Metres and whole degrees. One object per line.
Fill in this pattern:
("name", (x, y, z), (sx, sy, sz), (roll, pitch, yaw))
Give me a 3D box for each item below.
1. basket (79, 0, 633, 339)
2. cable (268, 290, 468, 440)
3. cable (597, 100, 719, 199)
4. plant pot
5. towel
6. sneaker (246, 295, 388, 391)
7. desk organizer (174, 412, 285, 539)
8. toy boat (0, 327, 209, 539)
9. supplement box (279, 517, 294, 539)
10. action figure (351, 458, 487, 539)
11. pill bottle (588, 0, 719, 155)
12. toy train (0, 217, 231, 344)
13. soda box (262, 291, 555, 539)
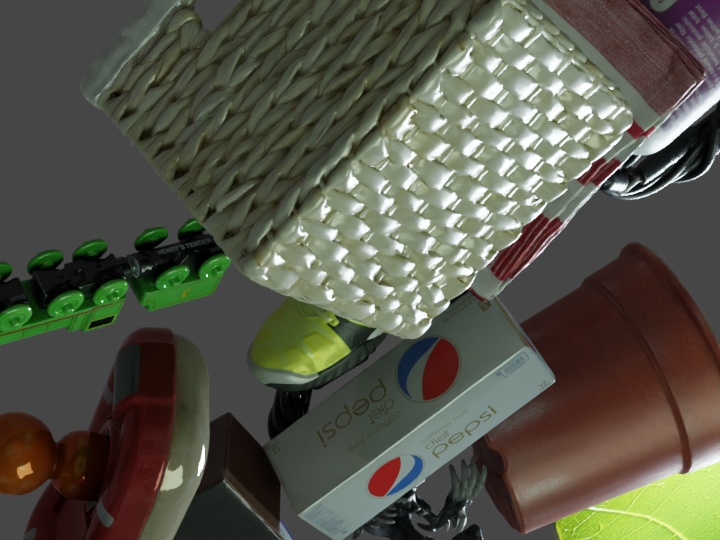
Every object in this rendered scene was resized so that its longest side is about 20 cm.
("basket", (0.005, -0.090, 0.795), (0.198, 0.161, 0.200), (-46, 152, 11))
("cable", (0.017, 0.071, 1.128), (0.200, 0.051, 0.163), (-35, 150, -4))
("cable", (0.255, -0.125, 1.133), (0.200, 0.051, 0.163), (-46, 150, 11))
("plant pot", (0.183, 0.110, 1.254), (0.194, 0.201, 0.201), (-26, 149, -6))
("towel", (0.090, -0.095, 0.915), (0.200, 0.144, 0.023), (-47, -177, 16))
("sneaker", (0.000, 0.000, 1.017), (0.200, 0.075, 0.077), (-40, 141, -15))
("desk organizer", (-0.154, 0.190, 1.090), (0.199, 0.077, 0.072), (-30, 120, 17))
("toy boat", (-0.179, 0.124, 0.957), (0.130, 0.131, 0.201), (14, 128, -18))
("supplement box", (-0.147, 0.265, 1.180), (0.200, 0.101, 0.103), (-45, 150, 11))
("action figure", (0.051, 0.192, 1.214), (0.118, 0.200, 0.102), (-3, 124, -45))
("pill bottle", (0.186, -0.145, 0.964), (0.200, 0.112, 0.112), (-42, 151, 5))
("toy train", (-0.163, 0.012, 0.875), (0.199, 0.042, 0.056), (-15, 154, -35))
("soda box", (0.034, 0.101, 1.073), (0.200, 0.068, 0.064), (-37, 142, 6))
